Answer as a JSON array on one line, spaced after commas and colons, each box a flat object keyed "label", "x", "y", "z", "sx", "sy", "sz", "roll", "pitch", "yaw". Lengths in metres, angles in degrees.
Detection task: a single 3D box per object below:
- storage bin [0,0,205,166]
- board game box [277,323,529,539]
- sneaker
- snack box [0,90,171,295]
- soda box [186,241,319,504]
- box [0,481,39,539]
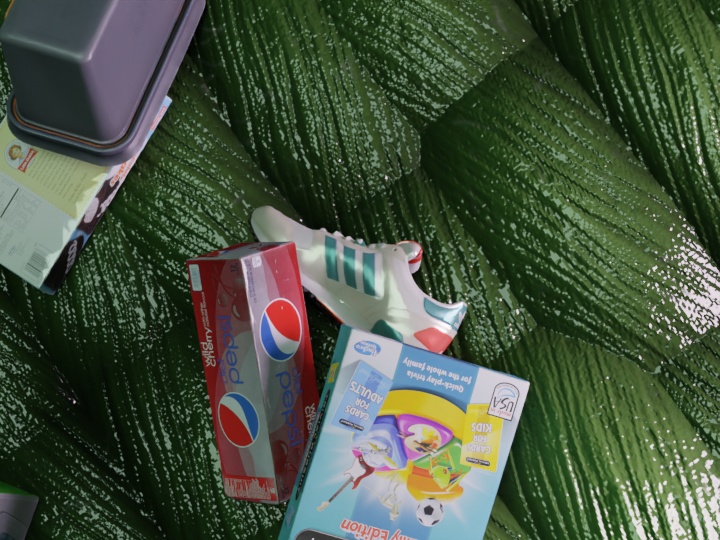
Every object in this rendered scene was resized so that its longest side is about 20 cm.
[{"label": "storage bin", "x": -0.230, "y": -0.215, "z": 1.526, "sx": 0.145, "sy": 0.134, "sz": 0.201, "roll": 17, "pitch": 66, "yaw": 11}, {"label": "board game box", "x": 0.030, "y": 0.160, "z": 1.435, "sx": 0.150, "sy": 0.047, "sz": 0.201, "roll": 17, "pitch": 90, "yaw": -11}, {"label": "sneaker", "x": 0.000, "y": 0.000, "z": 1.503, "sx": 0.200, "sy": 0.070, "sz": 0.093, "roll": 42, "pitch": 86, "yaw": 14}, {"label": "snack box", "x": -0.265, "y": -0.095, "z": 1.598, "sx": 0.116, "sy": 0.037, "sz": 0.201, "roll": 32, "pitch": 89, "yaw": 17}, {"label": "soda box", "x": -0.080, "y": 0.081, "z": 1.466, "sx": 0.063, "sy": 0.070, "sz": 0.201, "roll": -1, "pitch": 101, "yaw": 39}, {"label": "box", "x": -0.403, "y": 0.237, "z": 1.547, "sx": 0.199, "sy": 0.097, "sz": 0.177, "roll": 18, "pitch": 86, "yaw": 16}]
